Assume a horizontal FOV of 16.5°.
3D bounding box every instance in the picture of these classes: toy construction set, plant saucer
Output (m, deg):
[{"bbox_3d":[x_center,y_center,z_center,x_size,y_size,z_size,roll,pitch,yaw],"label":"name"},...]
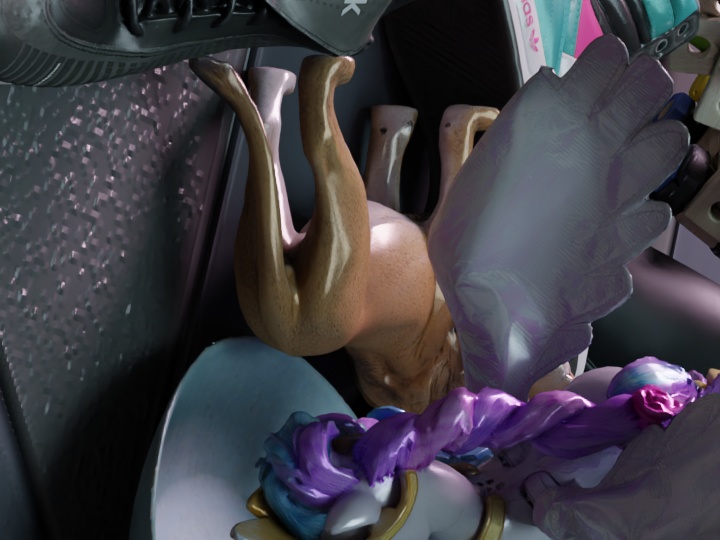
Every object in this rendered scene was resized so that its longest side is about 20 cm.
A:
[{"bbox_3d":[0.174,-0.081,1.028,0.131,0.092,0.200,-49,175,25],"label":"toy construction set"},{"bbox_3d":[-0.027,0.122,0.784,0.201,0.039,0.201,47,34,-46],"label":"plant saucer"}]

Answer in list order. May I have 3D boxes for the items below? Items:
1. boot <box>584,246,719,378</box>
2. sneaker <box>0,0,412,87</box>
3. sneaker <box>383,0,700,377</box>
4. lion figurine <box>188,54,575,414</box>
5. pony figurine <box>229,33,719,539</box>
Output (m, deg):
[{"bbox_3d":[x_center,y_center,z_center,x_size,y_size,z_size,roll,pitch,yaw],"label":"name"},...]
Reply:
[{"bbox_3d":[0.175,0.021,0.965,0.198,0.162,0.073,44,34,-18],"label":"boot"},{"bbox_3d":[-0.038,-0.089,0.699,0.200,0.090,0.066,-21,114,-57],"label":"sneaker"},{"bbox_3d":[0.073,-0.057,0.919,0.121,0.084,0.200,-34,125,-41],"label":"sneaker"},{"bbox_3d":[0.000,0.000,0.815,0.200,0.072,0.123,10,85,-55],"label":"lion figurine"},{"bbox_3d":[0.072,0.055,0.761,0.193,0.167,0.200,-43,143,13],"label":"pony figurine"}]
